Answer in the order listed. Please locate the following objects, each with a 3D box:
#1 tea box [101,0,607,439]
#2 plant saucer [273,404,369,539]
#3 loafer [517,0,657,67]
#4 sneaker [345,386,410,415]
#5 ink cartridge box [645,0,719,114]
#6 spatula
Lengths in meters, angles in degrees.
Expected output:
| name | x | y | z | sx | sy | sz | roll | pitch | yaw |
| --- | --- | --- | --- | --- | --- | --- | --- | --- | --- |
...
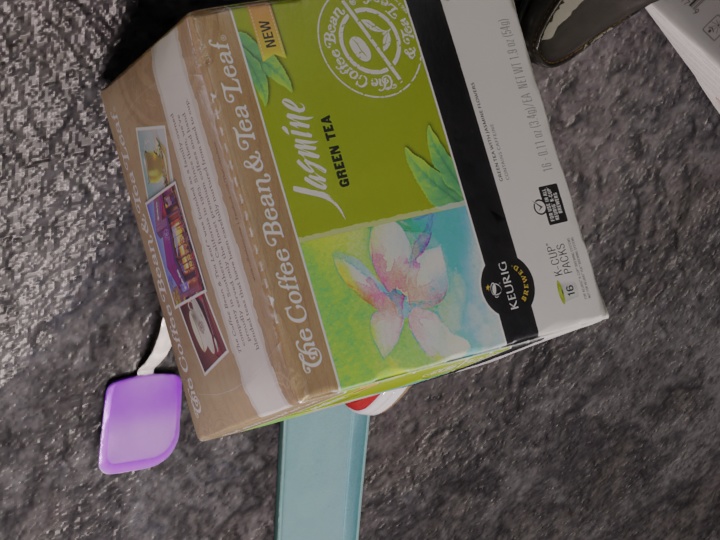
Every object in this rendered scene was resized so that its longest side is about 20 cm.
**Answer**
| name | x | y | z | sx | sy | sz | roll | pitch | yaw |
| --- | --- | --- | --- | --- | --- | --- | --- | --- | --- |
| tea box | -0.005 | -0.036 | 1.001 | 0.196 | 0.201 | 0.134 | -14 | 174 | -30 |
| plant saucer | -0.030 | 0.146 | 1.311 | 0.070 | 0.019 | 0.200 | -18 | 135 | -26 |
| loafer | 0.176 | -0.195 | 1.141 | 0.200 | 0.072 | 0.073 | -47 | 141 | 6 |
| sneaker | 0.000 | 0.000 | 1.169 | 0.112 | 0.071 | 0.201 | 1 | 116 | -44 |
| ink cartridge box | 0.264 | -0.112 | 1.216 | 0.057 | 0.163 | 0.200 | -45 | 140 | 9 |
| spatula | -0.119 | 0.037 | 1.143 | 0.056 | 0.021 | 0.201 | -5 | 126 | -34 |
